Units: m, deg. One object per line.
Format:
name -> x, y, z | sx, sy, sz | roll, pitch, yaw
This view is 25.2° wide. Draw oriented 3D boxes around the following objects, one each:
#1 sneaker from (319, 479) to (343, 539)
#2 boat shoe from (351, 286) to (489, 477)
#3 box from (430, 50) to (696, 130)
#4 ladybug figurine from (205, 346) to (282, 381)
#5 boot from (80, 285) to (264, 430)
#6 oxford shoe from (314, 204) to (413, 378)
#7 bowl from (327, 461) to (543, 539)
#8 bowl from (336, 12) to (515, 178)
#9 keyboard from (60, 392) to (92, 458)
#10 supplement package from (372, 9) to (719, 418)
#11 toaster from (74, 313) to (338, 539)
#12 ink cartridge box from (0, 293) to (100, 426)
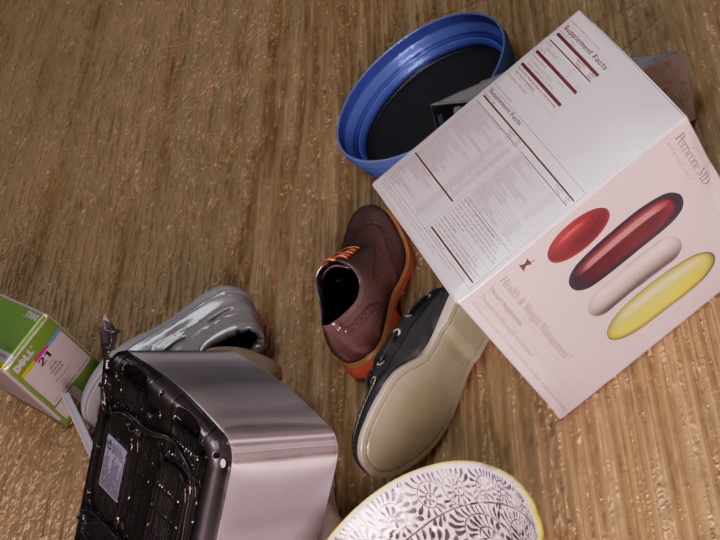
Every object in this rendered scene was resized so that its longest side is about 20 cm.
sneaker -> -0.055, 0.194, 1.273 | 0.076, 0.081, 0.200 | -37, 35, 5
boat shoe -> 0.040, 0.083, 1.304 | 0.066, 0.075, 0.200 | -3, 49, 47
box -> 0.172, -0.137, 1.385 | 0.199, 0.061, 0.116 | 0, 21, 45
ladybug figurine -> -0.150, 0.137, 1.392 | 0.200, 0.072, 0.136 | -47, -5, 19
boot -> -0.178, 0.096, 1.516 | 0.200, 0.074, 0.096 | -40, 26, 3
oxford shoe -> 0.000, 0.000, 1.440 | 0.071, 0.073, 0.201 | -27, 36, 23
bowl -> 0.058, 0.237, 1.077 | 0.200, 0.094, 0.202 | -28, 36, 22
bowl -> 0.067, -0.170, 1.595 | 0.199, 0.039, 0.202 | -27, 36, 22
keyboard -> -0.248, 0.181, 1.514 | 0.011, 0.057, 0.200 | -22, 30, -13
supplement package -> 0.155, -0.037, 1.190 | 0.200, 0.191, 0.147 | -39, 47, 5
toaster -> -0.123, 0.158, 1.214 | 0.180, 0.118, 0.202 | 31, 114, 47
ink cartridge box -> -0.373, 0.059, 1.648 | 0.076, 0.200, 0.147 | -52, 34, -16
